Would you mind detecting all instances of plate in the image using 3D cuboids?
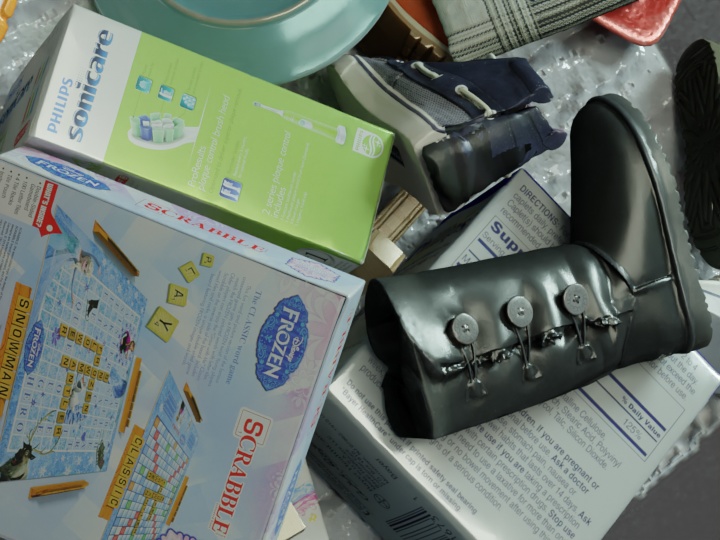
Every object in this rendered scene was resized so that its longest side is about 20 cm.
[{"bbox_3d":[-0.072,-0.207,1.259,0.199,0.026,0.201,-1,71,2],"label":"plate"}]

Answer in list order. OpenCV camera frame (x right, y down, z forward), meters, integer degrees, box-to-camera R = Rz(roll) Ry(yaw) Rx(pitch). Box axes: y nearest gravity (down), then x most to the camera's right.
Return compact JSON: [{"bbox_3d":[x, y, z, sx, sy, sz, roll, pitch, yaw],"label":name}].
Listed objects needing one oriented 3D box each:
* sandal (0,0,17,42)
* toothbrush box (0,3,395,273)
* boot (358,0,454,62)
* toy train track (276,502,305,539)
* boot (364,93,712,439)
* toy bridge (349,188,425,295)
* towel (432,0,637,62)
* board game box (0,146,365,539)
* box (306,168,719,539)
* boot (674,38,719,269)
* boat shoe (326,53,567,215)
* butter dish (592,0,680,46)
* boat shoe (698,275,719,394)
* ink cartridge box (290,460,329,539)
[{"bbox_3d":[-0.237,-0.137,1.181,0.059,0.079,0.208,21,70,-20],"label":"sandal"},{"bbox_3d":[-0.103,-0.056,1.181,0.199,0.146,0.086,22,69,-17],"label":"toothbrush box"},{"bbox_3d":[0.045,-0.168,1.319,0.200,0.075,0.107,47,59,-4],"label":"boot"},{"bbox_3d":[-0.094,0.066,1.141,0.114,0.033,0.200,-29,78,-21],"label":"toy train track"},{"bbox_3d":[0.090,-0.005,1.185,0.199,0.066,0.166,-16,80,-21],"label":"boot"},{"bbox_3d":[0.000,0.000,1.251,0.027,0.067,0.200,42,56,-8],"label":"toy bridge"},{"bbox_3d":[0.115,-0.244,1.274,0.192,0.035,0.201,-21,68,7],"label":"towel"},{"bbox_3d":[-0.121,0.063,1.082,0.199,0.041,0.201,22,107,8],"label":"board game box"},{"bbox_3d":[0.082,0.077,1.247,0.184,0.105,0.200,46,64,-5],"label":"box"},{"bbox_3d":[0.318,-0.072,1.412,0.199,0.073,0.183,12,66,-26],"label":"boot"},{"bbox_3d":[0.050,-0.096,1.231,0.092,0.200,0.075,-26,119,-9],"label":"boat shoe"},{"bbox_3d":[0.176,-0.287,1.364,0.199,0.148,0.200,32,65,-12],"label":"butter dish"},{"bbox_3d":[0.249,0.036,1.360,0.199,0.071,0.070,15,43,-15],"label":"boat shoe"},{"bbox_3d":[-0.088,0.140,1.176,0.117,0.067,0.201,-14,82,-25],"label":"ink cartridge box"}]
